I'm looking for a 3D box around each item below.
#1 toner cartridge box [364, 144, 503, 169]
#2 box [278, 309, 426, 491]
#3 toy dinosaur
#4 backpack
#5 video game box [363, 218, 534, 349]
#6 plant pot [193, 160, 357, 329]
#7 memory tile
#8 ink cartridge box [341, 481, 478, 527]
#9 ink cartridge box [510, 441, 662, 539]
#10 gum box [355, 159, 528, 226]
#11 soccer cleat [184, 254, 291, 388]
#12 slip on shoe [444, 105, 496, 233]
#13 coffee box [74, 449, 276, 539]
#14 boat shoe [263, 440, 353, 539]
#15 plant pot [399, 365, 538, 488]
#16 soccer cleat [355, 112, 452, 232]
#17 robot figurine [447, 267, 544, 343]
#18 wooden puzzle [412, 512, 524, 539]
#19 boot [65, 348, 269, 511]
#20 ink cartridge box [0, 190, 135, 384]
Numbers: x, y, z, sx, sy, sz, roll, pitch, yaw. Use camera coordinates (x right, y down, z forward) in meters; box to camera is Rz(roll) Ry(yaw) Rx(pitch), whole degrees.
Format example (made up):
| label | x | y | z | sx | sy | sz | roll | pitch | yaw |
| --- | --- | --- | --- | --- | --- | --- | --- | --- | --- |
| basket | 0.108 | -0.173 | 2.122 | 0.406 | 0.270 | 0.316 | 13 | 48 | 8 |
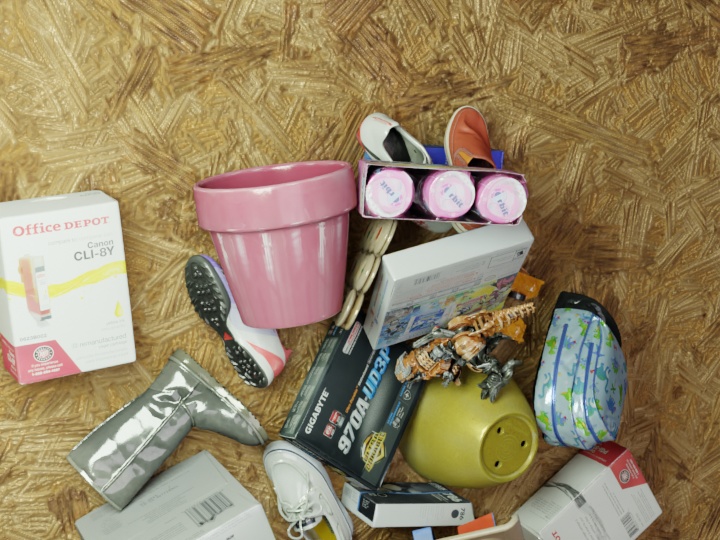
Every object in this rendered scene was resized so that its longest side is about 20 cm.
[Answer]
| label | x | y | z | sx | sy | sz | roll | pitch | yaw |
| --- | --- | --- | --- | --- | --- | --- | --- | --- | --- |
| toner cartridge box | 0.099 | -0.125 | 1.662 | 0.199 | 0.043 | 0.096 | 1 | 99 | -28 |
| box | -0.003 | 0.175 | 1.645 | 0.159 | 0.046 | 0.201 | 37 | 68 | -28 |
| toy dinosaur | 0.146 | 0.106 | 1.624 | 0.136 | 0.199 | 0.103 | 37 | 49 | -44 |
| backpack | 0.317 | 0.161 | 1.748 | 0.200 | 0.153 | 0.163 | -55 | 141 | -24 |
| video game box | 0.111 | 0.018 | 1.573 | 0.199 | 0.047 | 0.183 | -16 | 150 | -19 |
| plant pot | -0.095 | -0.031 | 1.485 | 0.199 | 0.200 | 0.180 | -13 | 103 | -25 |
| memory tile | 0.000 | 0.000 | 1.555 | 0.017 | 0.200 | 0.154 | 24 | 90 | -7 |
| ink cartridge box | 0.082 | 0.332 | 1.721 | 0.199 | 0.099 | 0.039 | 7 | 95 | -30 |
| ink cartridge box | 0.352 | 0.380 | 1.882 | 0.200 | 0.083 | 0.147 | -39 | 115 | -16 |
| gum box | 0.098 | -0.094 | 1.471 | 0.199 | 0.114 | 0.067 | 3 | 97 | -5 |
| soccer cleat | -0.158 | 0.055 | 1.562 | 0.073 | 0.068 | 0.201 | -46 | 116 | -39 |
| slip on shoe | 0.154 | -0.139 | 1.604 | 0.074 | 0.061 | 0.201 | 19 | 53 | -24 |
| coffee box | -0.212 | 0.383 | 1.519 | 0.199 | 0.200 | 0.199 | -27 | 113 | -20 |
| boat shoe | -0.075 | 0.325 | 1.636 | 0.074 | 0.086 | 0.203 | -17 | 120 | 18 |
| plant pot | 0.171 | 0.228 | 1.721 | 0.199 | 0.142 | 0.201 | -6 | 103 | -26 |
| soccer cleat | 0.070 | -0.122 | 1.573 | 0.069 | 0.085 | 0.200 | -44 | 116 | -13 |
| robot figurine | 0.163 | 0.031 | 1.721 | 0.199 | 0.058 | 0.146 | 19 | 91 | -30 |
| wooden puzzle | 0.134 | 0.396 | 1.719 | 0.199 | 0.046 | 0.185 | -18 | 151 | 2 |
| boot | -0.241 | 0.223 | 1.526 | 0.182 | 0.073 | 0.200 | 40 | 73 | 2 |
| ink cartridge box | -0.354 | 0.017 | 1.430 | 0.144 | 0.083 | 0.201 | -10 | 106 | -25 |
